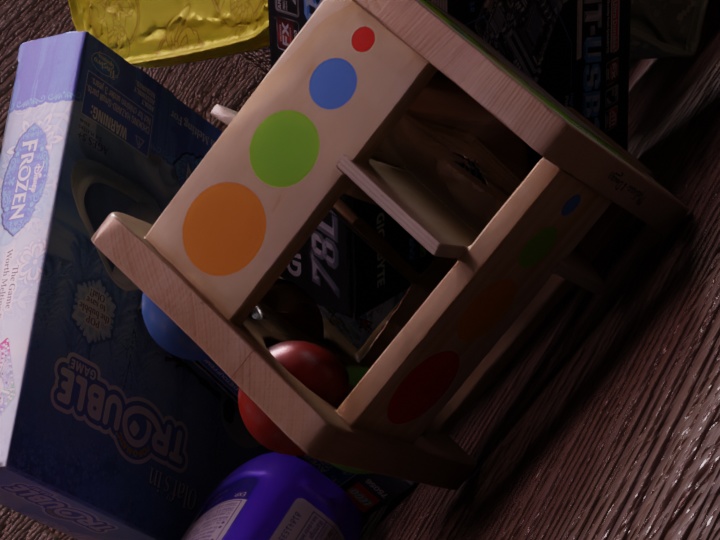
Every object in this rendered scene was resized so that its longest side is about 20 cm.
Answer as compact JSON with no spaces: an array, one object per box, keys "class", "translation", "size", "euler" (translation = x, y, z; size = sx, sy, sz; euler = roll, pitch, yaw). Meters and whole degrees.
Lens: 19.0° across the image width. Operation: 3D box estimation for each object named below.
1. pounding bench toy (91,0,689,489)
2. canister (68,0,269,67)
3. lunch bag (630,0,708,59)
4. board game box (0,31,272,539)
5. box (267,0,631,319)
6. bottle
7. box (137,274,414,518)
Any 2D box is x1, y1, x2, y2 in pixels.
[{"class":"pounding bench toy","translation":[0.024,-0.004,0.811],"size":[0.156,0.124,0.200],"euler":[-52,-28,9]},{"class":"canister","translation":[-0.013,-0.146,0.997],"size":[0.148,0.087,0.200],"euler":[-5,3,45]},{"class":"lunch bag","translation":[0.132,-0.218,1.134],"size":[0.164,0.117,0.200],"euler":[-150,75,-80]},{"class":"board game box","translation":[-0.090,0.027,0.963],"size":[0.043,0.200,0.199],"euler":[-8,64,33]},{"class":"box","translation":[0.044,-0.107,0.923],"size":[0.198,0.050,0.200],"euler":[-31,-50,-41]},{"class":"bottle","translation":[-0.069,0.159,0.848],"size":[0.084,0.065,0.200],"euler":[-49,4,43]},{"class":"box","translation":[0.000,0.000,0.986],"size":[0.040,0.137,0.200],"euler":[-39,10,40]}]
